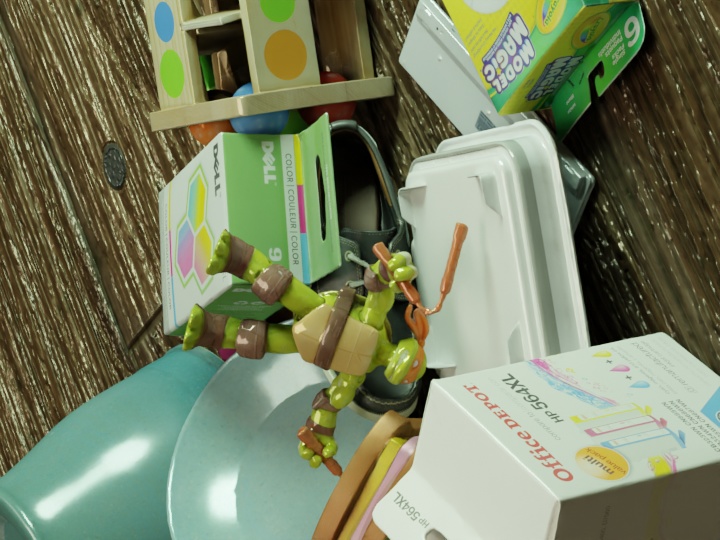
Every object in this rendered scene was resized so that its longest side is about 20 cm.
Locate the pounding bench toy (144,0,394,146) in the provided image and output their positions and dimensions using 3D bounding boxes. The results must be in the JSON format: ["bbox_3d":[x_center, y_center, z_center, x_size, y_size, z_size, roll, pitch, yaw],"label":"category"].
[{"bbox_3d":[-0.089,-0.163,1.815,0.200,0.124,0.156,-4,95,56],"label":"pounding bench toy"}]

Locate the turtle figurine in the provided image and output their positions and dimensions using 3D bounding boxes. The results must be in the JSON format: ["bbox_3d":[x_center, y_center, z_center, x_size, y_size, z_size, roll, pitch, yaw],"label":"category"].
[{"bbox_3d":[-0.020,0.029,1.650,0.064,0.161,0.200,-70,2,-60],"label":"turtle figurine"}]

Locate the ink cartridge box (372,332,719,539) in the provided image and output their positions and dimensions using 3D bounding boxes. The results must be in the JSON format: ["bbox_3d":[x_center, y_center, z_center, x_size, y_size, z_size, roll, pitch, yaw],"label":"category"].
[{"bbox_3d":[0.122,0.133,1.508,0.129,0.200,0.125,41,130,43],"label":"ink cartridge box"}]

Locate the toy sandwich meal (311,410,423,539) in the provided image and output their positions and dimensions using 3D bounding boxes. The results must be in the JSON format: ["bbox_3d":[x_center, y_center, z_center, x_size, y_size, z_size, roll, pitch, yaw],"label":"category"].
[{"bbox_3d":[0.038,0.151,1.641,0.070,0.205,0.205,32,129,16],"label":"toy sandwich meal"}]

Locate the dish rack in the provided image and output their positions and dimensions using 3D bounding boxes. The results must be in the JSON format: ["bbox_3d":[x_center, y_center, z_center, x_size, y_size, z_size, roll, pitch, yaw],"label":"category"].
[{"bbox_3d":[0.076,0.000,1.646,0.200,0.043,0.172,174,86,-71],"label":"dish rack"}]

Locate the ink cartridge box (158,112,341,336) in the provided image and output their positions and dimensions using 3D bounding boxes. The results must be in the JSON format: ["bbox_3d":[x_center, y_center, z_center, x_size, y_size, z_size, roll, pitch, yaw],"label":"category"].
[{"bbox_3d":[-0.077,-0.028,1.753,0.200,0.059,0.104,147,122,-65],"label":"ink cartridge box"}]

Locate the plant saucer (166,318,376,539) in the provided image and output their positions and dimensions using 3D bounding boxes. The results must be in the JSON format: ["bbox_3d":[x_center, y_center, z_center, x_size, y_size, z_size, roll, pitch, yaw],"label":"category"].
[{"bbox_3d":[-0.043,0.127,1.775,0.201,0.039,0.201,-23,51,31],"label":"plant saucer"}]

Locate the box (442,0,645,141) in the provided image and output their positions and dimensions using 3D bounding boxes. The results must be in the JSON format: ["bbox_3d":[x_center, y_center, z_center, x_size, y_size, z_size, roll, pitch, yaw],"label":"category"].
[{"bbox_3d":[0.095,-0.186,1.607,0.200,0.048,0.117,63,143,21],"label":"box"}]

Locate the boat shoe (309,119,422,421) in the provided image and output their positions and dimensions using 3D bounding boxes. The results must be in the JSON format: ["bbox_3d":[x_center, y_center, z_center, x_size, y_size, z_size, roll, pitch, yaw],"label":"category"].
[{"bbox_3d":[0.000,0.000,1.720,0.068,0.072,0.200,112,151,-64],"label":"boat shoe"}]

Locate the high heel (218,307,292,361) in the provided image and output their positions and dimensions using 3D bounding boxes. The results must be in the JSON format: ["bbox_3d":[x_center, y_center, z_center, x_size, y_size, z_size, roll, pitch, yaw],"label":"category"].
[{"bbox_3d":[-0.039,0.034,1.836,0.200,0.067,0.096,-52,45,44],"label":"high heel"}]

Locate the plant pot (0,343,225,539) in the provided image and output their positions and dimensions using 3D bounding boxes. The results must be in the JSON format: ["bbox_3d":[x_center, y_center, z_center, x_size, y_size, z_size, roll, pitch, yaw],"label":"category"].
[{"bbox_3d":[-0.166,0.182,1.921,0.200,0.188,0.200,42,145,38],"label":"plant pot"}]

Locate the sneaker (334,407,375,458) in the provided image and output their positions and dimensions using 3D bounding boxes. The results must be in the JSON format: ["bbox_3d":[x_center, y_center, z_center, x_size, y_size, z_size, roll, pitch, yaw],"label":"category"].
[{"bbox_3d":[-0.015,0.162,1.846,0.100,0.069,0.200,59,134,34],"label":"sneaker"}]

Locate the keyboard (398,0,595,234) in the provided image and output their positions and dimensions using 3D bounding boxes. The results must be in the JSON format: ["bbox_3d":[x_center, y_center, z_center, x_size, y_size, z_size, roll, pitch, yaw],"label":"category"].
[{"bbox_3d":[0.083,-0.096,1.682,0.200,0.011,0.056,52,142,36],"label":"keyboard"}]
